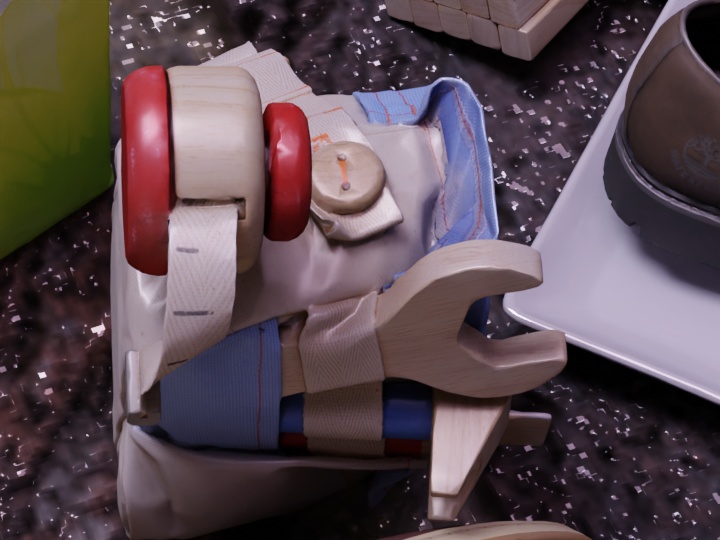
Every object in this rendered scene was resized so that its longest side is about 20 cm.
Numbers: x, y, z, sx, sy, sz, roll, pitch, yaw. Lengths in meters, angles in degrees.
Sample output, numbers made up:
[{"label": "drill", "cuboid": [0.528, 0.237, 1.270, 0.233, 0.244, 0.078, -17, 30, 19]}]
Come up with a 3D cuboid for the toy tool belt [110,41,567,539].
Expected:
[{"label": "toy tool belt", "cuboid": [0.000, 0.000, 0.688, 0.122, 0.200, 0.126, -2, 71, -6]}]

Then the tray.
[{"label": "tray", "cuboid": [0.127, -0.032, 0.834, 0.107, 0.022, 0.200, 22, 53, 13]}]

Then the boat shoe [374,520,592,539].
[{"label": "boat shoe", "cuboid": [-0.029, 0.095, 0.684, 0.199, 0.073, 0.072, -16, 32, -32]}]

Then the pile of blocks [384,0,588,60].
[{"label": "pile of blocks", "cuboid": [0.095, -0.141, 0.873, 0.199, 0.062, 0.082, -26, 41, -15]}]

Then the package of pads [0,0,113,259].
[{"label": "package of pads", "cuboid": [-0.155, -0.041, 0.729, 0.200, 0.155, 0.068, -36, 63, -29]}]

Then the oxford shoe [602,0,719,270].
[{"label": "oxford shoe", "cuboid": [0.172, -0.031, 0.772, 0.199, 0.085, 0.073, 10, 50, 0]}]
